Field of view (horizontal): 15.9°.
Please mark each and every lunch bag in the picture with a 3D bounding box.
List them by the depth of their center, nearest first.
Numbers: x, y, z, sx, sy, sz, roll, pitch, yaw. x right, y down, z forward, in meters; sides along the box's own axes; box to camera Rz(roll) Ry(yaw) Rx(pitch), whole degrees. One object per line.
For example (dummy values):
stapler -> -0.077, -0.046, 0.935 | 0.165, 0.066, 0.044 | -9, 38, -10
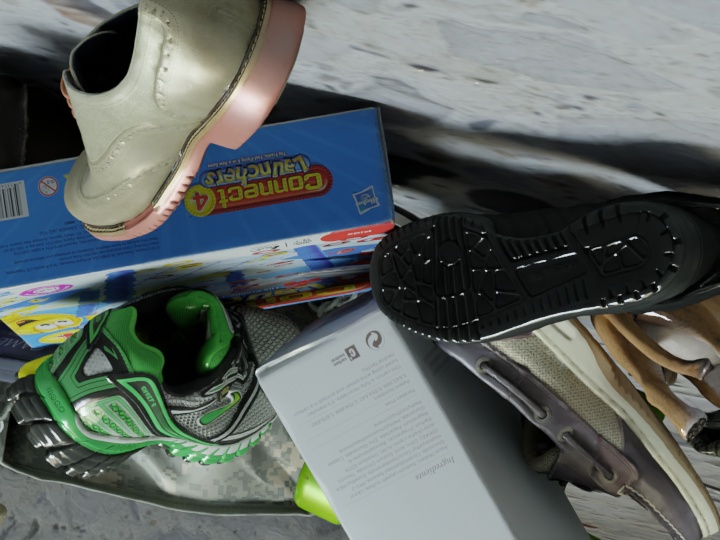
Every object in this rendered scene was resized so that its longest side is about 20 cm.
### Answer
lunch bag -> -0.126, 0.059, 1.485 | 0.199, 0.118, 0.164 | 3, -160, -14

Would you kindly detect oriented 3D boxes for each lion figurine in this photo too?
lion figurine -> 0.155, 0.028, 1.255 | 0.122, 0.073, 0.200 | 44, -175, 23

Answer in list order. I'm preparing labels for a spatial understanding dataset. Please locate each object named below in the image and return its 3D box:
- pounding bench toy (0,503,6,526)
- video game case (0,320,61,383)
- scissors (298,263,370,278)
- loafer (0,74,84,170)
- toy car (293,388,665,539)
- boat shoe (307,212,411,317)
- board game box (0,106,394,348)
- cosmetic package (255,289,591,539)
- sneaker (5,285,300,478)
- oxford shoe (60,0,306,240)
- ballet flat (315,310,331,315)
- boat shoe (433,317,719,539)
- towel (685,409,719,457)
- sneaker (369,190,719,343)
pounding bench toy -> -0.309, 0.105, 1.414 | 0.200, 0.125, 0.156 | 25, -173, -47
video game case -> -0.153, 0.005, 1.443 | 0.142, 0.019, 0.200 | 6, -148, 42
scissors -> 0.067, -0.007, 1.254 | 0.199, 0.014, 0.073 | -3, -179, -40
loafer -> -0.156, -0.060, 1.323 | 0.071, 0.074, 0.200 | 5, 178, 6
toy car -> 0.077, 0.089, 1.430 | 0.163, 0.159, 0.200 | 25, -170, 8
boat shoe -> 0.000, 0.000, 1.448 | 0.072, 0.063, 0.200 | 7, 169, 38
board game box -> -0.082, -0.017, 1.254 | 0.199, 0.056, 0.196 | -10, 171, 0
cosmetic package -> 0.042, 0.107, 1.269 | 0.081, 0.201, 0.113 | -27, -176, 18
sneaker -> -0.078, 0.048, 1.241 | 0.085, 0.078, 0.200 | -37, 169, 26
oxford shoe -> -0.092, -0.073, 1.067 | 0.073, 0.071, 0.200 | 23, 149, -17
ballet flat -> -0.079, 0.006, 1.607 | 0.199, 0.074, 0.073 | 13, 172, 17
boat shoe -> 0.106, 0.073, 1.259 | 0.200, 0.065, 0.072 | 49, -176, -32
towel -> 0.301, 0.079, 1.329 | 0.199, 0.035, 0.192 | -6, 178, 41
sneaker -> 0.111, -0.003, 1.161 | 0.199, 0.060, 0.104 | -7, 178, 36
